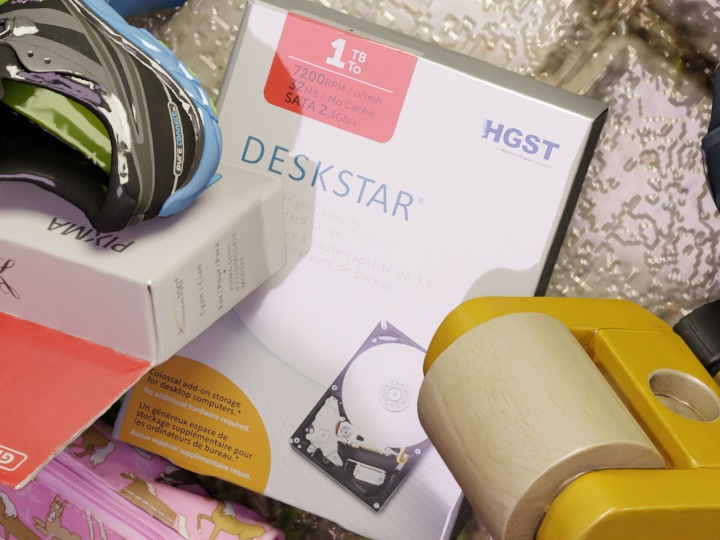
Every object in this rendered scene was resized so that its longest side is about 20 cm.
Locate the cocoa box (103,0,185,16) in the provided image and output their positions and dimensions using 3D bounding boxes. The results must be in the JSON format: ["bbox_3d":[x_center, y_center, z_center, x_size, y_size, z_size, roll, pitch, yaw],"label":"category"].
[{"bbox_3d":[-0.131,-0.215,0.956,0.200,0.133,0.131,39,105,4],"label":"cocoa box"}]

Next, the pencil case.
[{"bbox_3d":[-0.128,0.097,1.021,0.200,0.087,0.083,33,120,6],"label":"pencil case"}]

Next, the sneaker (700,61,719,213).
[{"bbox_3d":[0.219,-0.046,0.845,0.202,0.077,0.147,-17,75,29],"label":"sneaker"}]

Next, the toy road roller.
[{"bbox_3d":[0.108,0.101,0.929,0.123,0.200,0.146,57,132,44],"label":"toy road roller"}]

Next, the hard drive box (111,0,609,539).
[{"bbox_3d":[0.000,0.000,0.989,0.155,0.077,0.201,19,101,8],"label":"hard drive box"}]

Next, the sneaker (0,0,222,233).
[{"bbox_3d":[-0.145,-0.086,0.878,0.199,0.083,0.071,37,129,8],"label":"sneaker"}]

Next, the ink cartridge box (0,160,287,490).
[{"bbox_3d":[-0.158,-0.004,0.911,0.200,0.176,0.045,16,127,28],"label":"ink cartridge box"}]
